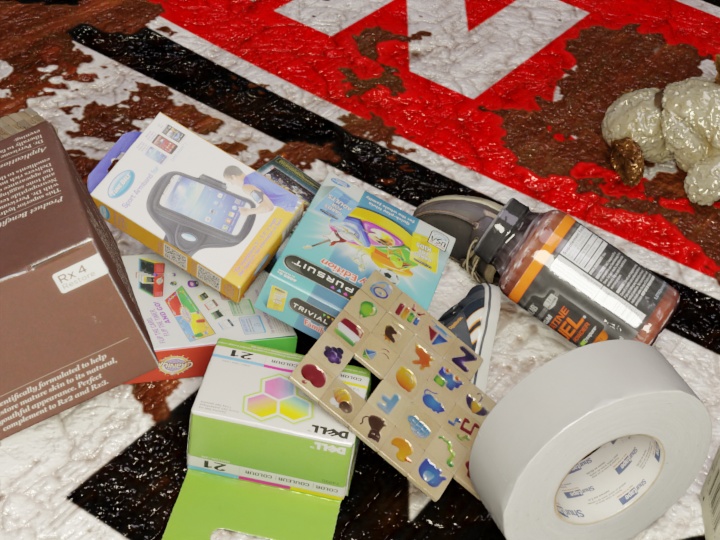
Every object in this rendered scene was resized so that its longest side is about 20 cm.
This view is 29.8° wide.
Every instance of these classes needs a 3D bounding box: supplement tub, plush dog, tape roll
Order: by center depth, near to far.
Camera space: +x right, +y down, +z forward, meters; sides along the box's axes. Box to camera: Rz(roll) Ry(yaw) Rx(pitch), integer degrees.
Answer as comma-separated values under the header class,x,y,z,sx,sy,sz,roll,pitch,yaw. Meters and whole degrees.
class,x,y,z,sx,sy,sz,roll,pitch,yaw
tape roll,0.194,0.155,1.142,0.200,0.201,0.066,-9,41,-23
supplement tub,0.215,0.010,1.377,0.200,0.107,0.107,35,42,8
plush dog,0.386,-0.184,1.691,0.171,0.161,0.200,-5,33,19

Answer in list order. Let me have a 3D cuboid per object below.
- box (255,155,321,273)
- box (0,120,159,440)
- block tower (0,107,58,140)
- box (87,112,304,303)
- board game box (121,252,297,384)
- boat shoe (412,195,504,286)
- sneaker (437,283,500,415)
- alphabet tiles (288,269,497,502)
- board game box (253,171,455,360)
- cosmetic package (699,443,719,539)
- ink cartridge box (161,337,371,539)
class,x,y,z,sx,sy,sz,roll,pitch,yaw
box,-0.046,-0.029,1.412,0.200,0.038,0.137,36,35,10
box,-0.303,0.006,1.214,0.166,0.164,0.200,-24,43,-5
block tower,-0.420,-0.118,1.478,0.054,0.058,0.200,35,43,28
box,-0.170,-0.070,1.338,0.200,0.041,0.119,32,64,5
board game box,-0.179,0.041,1.338,0.200,0.040,0.153,-5,39,-18
boat shoe,0.146,-0.024,1.468,0.200,0.075,0.073,16,37,10
sneaker,0.088,0.075,1.322,0.079,0.079,0.200,17,39,0
alphabet tiles,0.052,0.109,1.213,0.200,0.008,0.167,40,45,0
board game box,0.000,0.000,1.334,0.151,0.047,0.200,27,36,-1
cosmetic package,0.412,0.220,1.198,0.200,0.087,0.103,9,36,-1
ink cartridge box,-0.079,0.161,1.174,0.147,0.076,0.200,11,36,2
